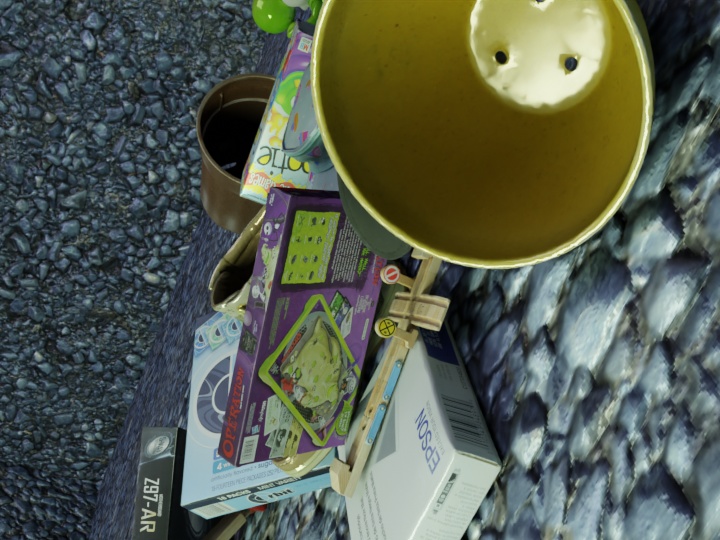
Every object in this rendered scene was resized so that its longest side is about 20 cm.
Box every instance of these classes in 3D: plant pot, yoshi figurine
[{"bbox_3d":[-0.167,-0.167,1.551,0.199,0.197,0.203,119,164,-61],"label":"plant pot"},{"bbox_3d":[0.088,-0.124,0.594,0.142,0.199,0.201,-45,-11,-52],"label":"plant pot"},{"bbox_3d":[-0.063,-0.348,1.337,0.112,0.197,0.114,-164,93,-74],"label":"yoshi figurine"}]

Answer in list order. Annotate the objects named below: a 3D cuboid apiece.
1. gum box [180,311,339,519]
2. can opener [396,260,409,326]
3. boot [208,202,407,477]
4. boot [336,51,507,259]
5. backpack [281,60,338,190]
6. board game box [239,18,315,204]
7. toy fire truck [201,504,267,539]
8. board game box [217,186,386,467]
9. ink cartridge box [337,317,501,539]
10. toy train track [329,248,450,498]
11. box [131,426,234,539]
[{"bbox_3d":[-0.085,0.116,0.939,0.168,0.045,0.203,-20,52,24],"label":"gum box"},{"bbox_3d":[0.000,0.000,0.944,0.200,0.066,0.054,-117,48,-70],"label":"can opener"},{"bbox_3d":[-0.062,0.058,0.805,0.072,0.153,0.203,28,92,53],"label":"boot"},{"bbox_3d":[0.061,-0.119,0.728,0.068,0.173,0.204,5,102,41],"label":"boot"},{"bbox_3d":[0.014,-0.125,0.892,0.175,0.151,0.204,-169,94,-70],"label":"backpack"},{"bbox_3d":[-0.063,-0.177,1.172,0.105,0.101,0.203,-102,33,-69],"label":"board game box"},{"bbox_3d":[-0.118,0.216,1.048,0.176,0.126,0.204,139,135,-61],"label":"toy fire truck"},{"bbox_3d":[-0.037,0.041,0.737,0.032,0.119,0.204,24,106,44],"label":"board game box"},{"bbox_3d":[0.023,0.157,0.722,0.200,0.040,0.203,-105,36,-65],"label":"ink cartridge box"},{"bbox_3d":[0.014,0.064,0.729,0.203,0.032,0.115,-69,16,-6],"label":"toy train track"},{"bbox_3d":[-0.195,0.272,1.123,0.200,0.043,0.163,53,-143,-68],"label":"box"}]
